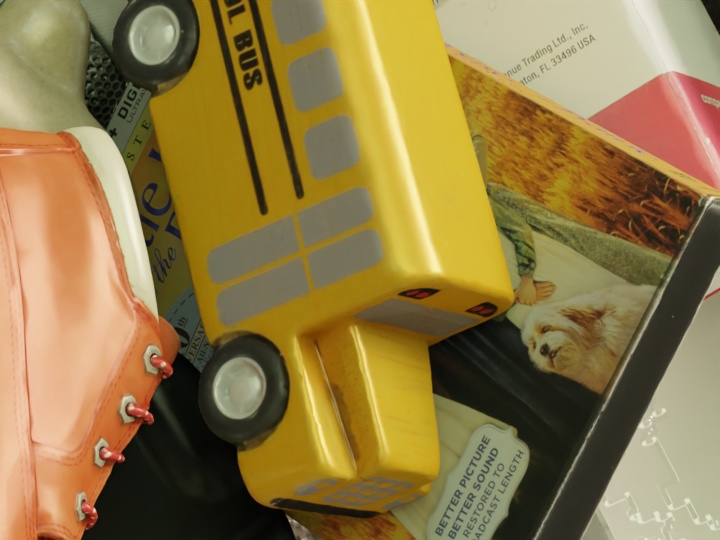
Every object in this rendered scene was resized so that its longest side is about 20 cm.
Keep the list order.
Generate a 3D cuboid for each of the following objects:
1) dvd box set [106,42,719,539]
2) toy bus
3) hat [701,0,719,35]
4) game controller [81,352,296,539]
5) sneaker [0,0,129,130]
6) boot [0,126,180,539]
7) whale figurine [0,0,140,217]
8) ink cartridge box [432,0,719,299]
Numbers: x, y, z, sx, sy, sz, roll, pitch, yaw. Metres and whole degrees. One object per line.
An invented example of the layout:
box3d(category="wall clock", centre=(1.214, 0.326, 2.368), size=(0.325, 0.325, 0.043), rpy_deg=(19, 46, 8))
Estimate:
box3d(category="dvd box set", centre=(0.000, 0.000, 0.872), size=(0.200, 0.029, 0.147), rpy_deg=(32, 100, 32))
box3d(category="toy bus", centre=(-0.013, -0.035, 0.829), size=(0.078, 0.065, 0.200), rpy_deg=(-24, 70, 25))
box3d(category="hat", centre=(0.118, -0.108, 1.002), size=(0.200, 0.081, 0.201), rpy_deg=(3, 66, -6))
box3d(category="game controller", centre=(-0.109, 0.101, 0.814), size=(0.200, 0.042, 0.104), rpy_deg=(-30, 87, -25))
box3d(category="sneaker", centre=(-0.157, -0.109, 0.966), size=(0.114, 0.076, 0.200), rpy_deg=(-31, 80, -26))
box3d(category="boot", centre=(-0.088, 0.053, 0.776), size=(0.107, 0.075, 0.200), rpy_deg=(-7, 79, -30))
box3d(category="whale figurine", centre=(-0.152, -0.038, 0.856), size=(0.159, 0.104, 0.200), rpy_deg=(-37, 109, -21))
box3d(category="ink cartridge box", centre=(0.031, -0.067, 0.934), size=(0.145, 0.084, 0.200), rpy_deg=(-32, 71, 21))
